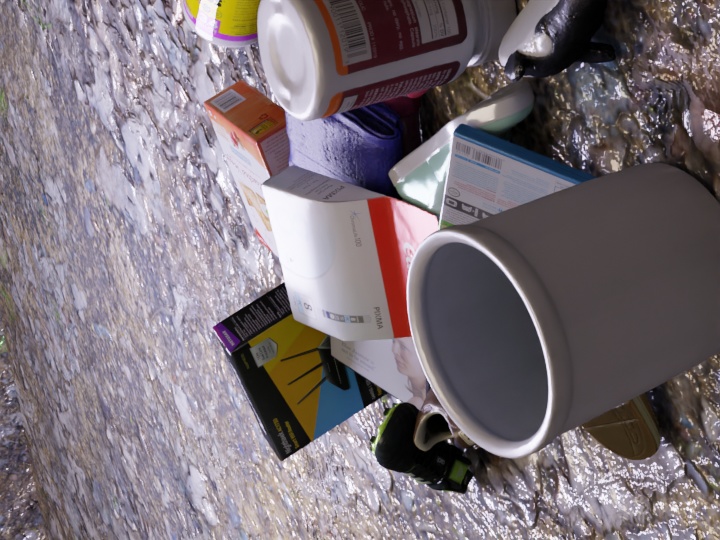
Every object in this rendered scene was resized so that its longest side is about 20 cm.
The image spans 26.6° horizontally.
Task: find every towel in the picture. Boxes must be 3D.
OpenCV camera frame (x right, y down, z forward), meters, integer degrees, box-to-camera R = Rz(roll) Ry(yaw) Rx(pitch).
[{"bbox_3d":[-0.011,-0.092,1.494,0.147,0.049,0.202,34,144,30],"label":"towel"}]

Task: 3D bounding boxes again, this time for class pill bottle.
[{"bbox_3d":[-0.126,-0.337,1.603,0.105,0.103,0.201,60,152,24],"label":"pill bottle"},{"bbox_3d":[0.024,-0.202,1.268,0.114,0.198,0.115,42,141,46],"label":"pill bottle"}]

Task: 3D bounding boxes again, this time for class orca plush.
[{"bbox_3d":[0.171,-0.193,1.162,0.200,0.070,0.106,-52,15,56],"label":"orca plush"}]

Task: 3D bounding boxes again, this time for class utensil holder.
[{"bbox_3d":[0.161,0.022,1.121,0.170,0.198,0.172,39,140,43],"label":"utensil holder"}]

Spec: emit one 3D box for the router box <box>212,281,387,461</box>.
[{"bbox_3d":[-0.060,0.097,1.636,0.051,0.148,0.201,49,166,41],"label":"router box"}]

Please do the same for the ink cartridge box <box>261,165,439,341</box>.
[{"bbox_3d":[0.000,0.000,1.438,0.199,0.047,0.162,22,134,42],"label":"ink cartridge box"}]

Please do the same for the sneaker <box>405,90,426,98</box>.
[{"bbox_3d":[0.010,-0.231,1.415,0.201,0.080,0.075,58,144,33],"label":"sneaker"}]

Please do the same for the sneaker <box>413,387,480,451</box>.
[{"bbox_3d":[0.124,0.133,1.386,0.070,0.076,0.199,44,150,-18],"label":"sneaker"}]

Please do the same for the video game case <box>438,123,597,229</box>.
[{"bbox_3d":[0.132,-0.017,1.302,0.142,0.018,0.202,23,134,18],"label":"video game case"}]

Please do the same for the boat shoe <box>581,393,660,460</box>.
[{"bbox_3d":[0.189,0.065,1.257,0.201,0.063,0.073,51,143,-4],"label":"boat shoe"}]

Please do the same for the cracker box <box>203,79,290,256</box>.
[{"bbox_3d":[-0.093,-0.097,1.692,0.134,0.057,0.202,38,155,50],"label":"cracker box"}]

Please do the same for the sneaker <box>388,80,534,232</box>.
[{"bbox_3d":[0.113,-0.081,1.329,0.119,0.073,0.200,56,147,2],"label":"sneaker"}]

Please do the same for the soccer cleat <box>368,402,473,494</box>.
[{"bbox_3d":[0.066,0.180,1.513,0.080,0.068,0.200,24,172,22],"label":"soccer cleat"}]

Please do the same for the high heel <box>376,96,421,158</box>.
[{"bbox_3d":[-0.007,-0.177,1.511,0.199,0.067,0.097,18,126,46],"label":"high heel"}]

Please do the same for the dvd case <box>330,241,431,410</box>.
[{"bbox_3d":[0.022,0.039,1.504,0.142,0.017,0.202,31,138,33],"label":"dvd case"}]
